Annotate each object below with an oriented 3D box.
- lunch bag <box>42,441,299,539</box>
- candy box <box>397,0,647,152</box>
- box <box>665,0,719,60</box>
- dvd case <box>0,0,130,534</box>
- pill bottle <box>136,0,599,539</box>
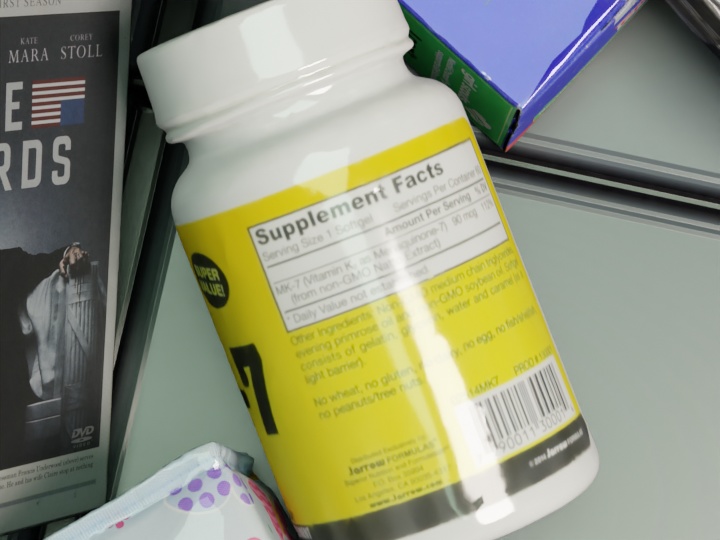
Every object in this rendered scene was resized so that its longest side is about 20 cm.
[{"bbox_3d":[-0.092,0.181,0.983,0.199,0.127,0.170,-29,83,4],"label":"lunch bag"},{"bbox_3d":[0.041,-0.176,1.052,0.200,0.077,0.169,43,84,7],"label":"candy box"},{"bbox_3d":[0.230,-0.121,1.029,0.200,0.049,0.161,-47,108,-5],"label":"box"},{"bbox_3d":[-0.141,-0.003,0.968,0.025,0.150,0.201,12,104,36],"label":"dvd case"},{"bbox_3d":[0.000,0.000,0.993,0.114,0.114,0.201,-21,93,-2],"label":"pill bottle"}]
